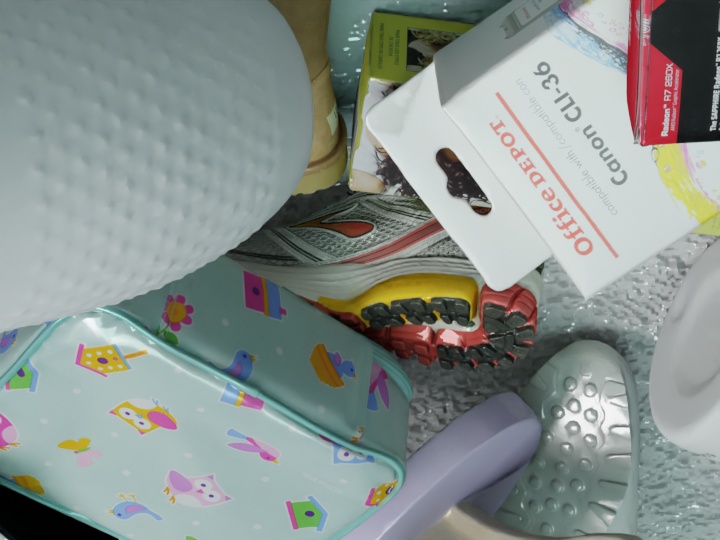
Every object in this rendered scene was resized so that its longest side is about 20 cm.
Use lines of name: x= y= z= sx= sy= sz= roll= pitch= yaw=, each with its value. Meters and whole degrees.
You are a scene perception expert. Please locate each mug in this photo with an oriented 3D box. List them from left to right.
mug: x=-0.114 y=-0.082 z=1.134 sx=0.175 sy=0.147 sz=0.201 roll=-12 pitch=113 yaw=-32

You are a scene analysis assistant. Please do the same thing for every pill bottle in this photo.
pill bottle: x=0.252 y=0.064 z=1.371 sx=0.199 sy=0.114 sz=0.114 roll=23 pitch=133 yaw=-19

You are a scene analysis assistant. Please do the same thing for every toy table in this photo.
toy table: x=0.049 y=0.171 z=1.391 sx=0.183 sy=0.117 sz=0.200 roll=-14 pitch=144 yaw=-53

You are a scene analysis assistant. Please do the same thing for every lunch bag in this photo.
lunch bag: x=-0.089 y=0.065 z=1.322 sx=0.199 sy=0.077 sz=0.160 roll=29 pitch=136 yaw=-22

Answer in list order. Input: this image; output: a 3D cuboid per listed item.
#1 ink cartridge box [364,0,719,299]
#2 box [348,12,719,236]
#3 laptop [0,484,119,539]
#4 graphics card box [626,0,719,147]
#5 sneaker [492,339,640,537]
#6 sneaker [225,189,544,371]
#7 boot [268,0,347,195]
ink cartridge box: x=0.112 y=-0.072 z=1.213 sx=0.200 sy=0.068 sz=0.117 roll=-35 pitch=110 yaw=12
box: x=0.097 y=-0.065 z=1.291 sx=0.199 sy=0.050 sz=0.076 roll=6 pitch=136 yaw=-3
laptop: x=-0.219 y=0.107 z=1.413 sx=0.199 sy=0.116 sz=0.187 roll=-12 pitch=136 yaw=36
graphics card box: x=0.207 y=-0.116 z=1.121 sx=0.199 sy=0.051 sz=0.126 roll=-3 pitch=129 yaw=-1
sneaker: x=0.115 y=0.119 z=1.474 sx=0.076 sy=0.080 sz=0.201 roll=18 pitch=121 yaw=23
sneaker: x=0.000 y=0.000 z=1.354 sx=0.199 sy=0.083 sz=0.078 roll=1 pitch=147 yaw=25
boot: x=-0.092 y=-0.118 z=1.243 sx=0.174 sy=0.066 sz=0.201 roll=-9 pitch=136 yaw=-1
